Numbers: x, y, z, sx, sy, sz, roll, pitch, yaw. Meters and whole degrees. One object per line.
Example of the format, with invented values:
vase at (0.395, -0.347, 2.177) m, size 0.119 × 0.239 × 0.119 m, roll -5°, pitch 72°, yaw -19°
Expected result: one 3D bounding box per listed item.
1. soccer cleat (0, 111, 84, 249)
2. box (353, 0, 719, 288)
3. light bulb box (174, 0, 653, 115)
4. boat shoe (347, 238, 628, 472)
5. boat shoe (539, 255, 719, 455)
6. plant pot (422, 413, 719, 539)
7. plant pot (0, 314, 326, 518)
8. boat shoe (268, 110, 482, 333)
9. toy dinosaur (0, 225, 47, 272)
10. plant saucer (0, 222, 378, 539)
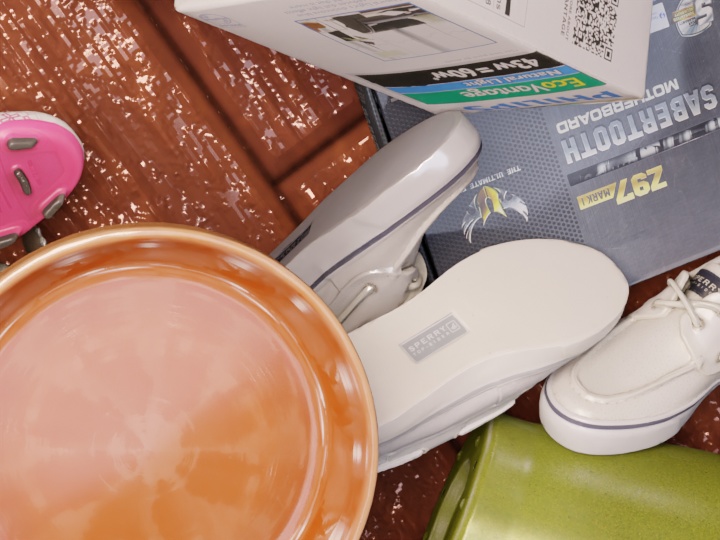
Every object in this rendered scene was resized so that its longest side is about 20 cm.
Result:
soccer cleat at (-0.231, -0.035, 1.016) m, size 0.199 × 0.086 × 0.070 m, roll -27°, pitch 128°, yaw 2°
box at (0.112, -0.067, 1.098) m, size 0.199 × 0.051 × 0.158 m, roll -20°, pitch 105°, yaw -5°
light bulb box at (0.036, -0.190, 0.950) m, size 0.200 × 0.124 × 0.199 m, roll 17°, pitch 76°, yaw -49°
boat shoe at (0.050, 0.049, 1.040) m, size 0.200 × 0.069 × 0.072 m, roll -32°, pitch 65°, yaw -33°
boat shoe at (0.175, 0.027, 1.085) m, size 0.199 × 0.071 × 0.070 m, roll -23°, pitch 139°, yaw -28°
plant pot at (0.129, 0.168, 1.092) m, size 0.192 × 0.200 × 0.201 m, roll 22°, pitch 97°, yaw -2°
plant pot at (-0.117, 0.129, 1.017) m, size 0.196 × 0.200 × 0.196 m, roll -32°, pitch 105°, yaw -2°
boat shoe at (0.000, 0.000, 1.050) m, size 0.066 × 0.072 × 0.200 m, roll 41°, pitch 116°, yaw -13°
toy dinosaur at (-0.204, 0.031, 1.017) m, size 0.102 × 0.200 × 0.077 m, roll -29°, pitch 97°, yaw 35°
plant saucer at (-0.092, 0.078, 0.892) m, size 0.199 × 0.032 × 0.202 m, roll -2°, pitch 103°, yaw -10°
